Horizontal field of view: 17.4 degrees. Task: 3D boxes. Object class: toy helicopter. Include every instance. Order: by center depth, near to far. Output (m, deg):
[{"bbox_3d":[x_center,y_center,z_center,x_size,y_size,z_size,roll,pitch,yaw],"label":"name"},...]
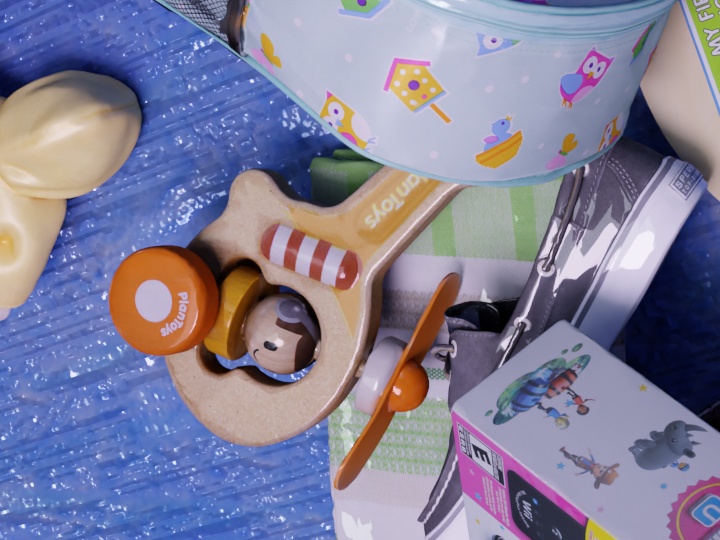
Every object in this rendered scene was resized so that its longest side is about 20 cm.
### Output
[{"bbox_3d":[0.000,0.000,0.995,0.200,0.079,0.132,-44,76,19],"label":"toy helicopter"}]

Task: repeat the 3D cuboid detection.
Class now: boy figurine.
[{"bbox_3d":[-0.186,-0.042,1.122,0.200,0.064,0.125,-33,85,34],"label":"boy figurine"}]

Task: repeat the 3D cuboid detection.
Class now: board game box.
[{"bbox_3d":[0.127,0.132,0.876,0.200,0.064,0.148,36,151,36],"label":"board game box"}]

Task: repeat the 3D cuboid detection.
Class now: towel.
[{"bbox_3d":[0.052,0.047,1.039,0.149,0.031,0.201,5,108,27],"label":"towel"}]

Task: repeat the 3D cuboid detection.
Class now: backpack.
[{"bbox_3d":[0.025,-0.128,0.885,0.200,0.176,0.153,47,127,23],"label":"backpack"}]

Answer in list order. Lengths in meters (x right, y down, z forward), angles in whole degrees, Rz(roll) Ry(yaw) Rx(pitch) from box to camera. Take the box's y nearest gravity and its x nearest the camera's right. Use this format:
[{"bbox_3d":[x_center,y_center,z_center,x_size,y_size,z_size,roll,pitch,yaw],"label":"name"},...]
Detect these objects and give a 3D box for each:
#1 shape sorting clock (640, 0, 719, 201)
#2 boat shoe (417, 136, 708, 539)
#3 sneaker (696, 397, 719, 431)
[{"bbox_3d":[0.186,-0.101,0.890,0.200,0.039,0.201,11,109,32],"label":"shape sorting clock"},{"bbox_3d":[0.065,0.029,0.962,0.066,0.070,0.200,32,116,6],"label":"boat shoe"},{"bbox_3d":[0.152,0.086,0.927,0.076,0.115,0.200,40,119,10],"label":"sneaker"}]
